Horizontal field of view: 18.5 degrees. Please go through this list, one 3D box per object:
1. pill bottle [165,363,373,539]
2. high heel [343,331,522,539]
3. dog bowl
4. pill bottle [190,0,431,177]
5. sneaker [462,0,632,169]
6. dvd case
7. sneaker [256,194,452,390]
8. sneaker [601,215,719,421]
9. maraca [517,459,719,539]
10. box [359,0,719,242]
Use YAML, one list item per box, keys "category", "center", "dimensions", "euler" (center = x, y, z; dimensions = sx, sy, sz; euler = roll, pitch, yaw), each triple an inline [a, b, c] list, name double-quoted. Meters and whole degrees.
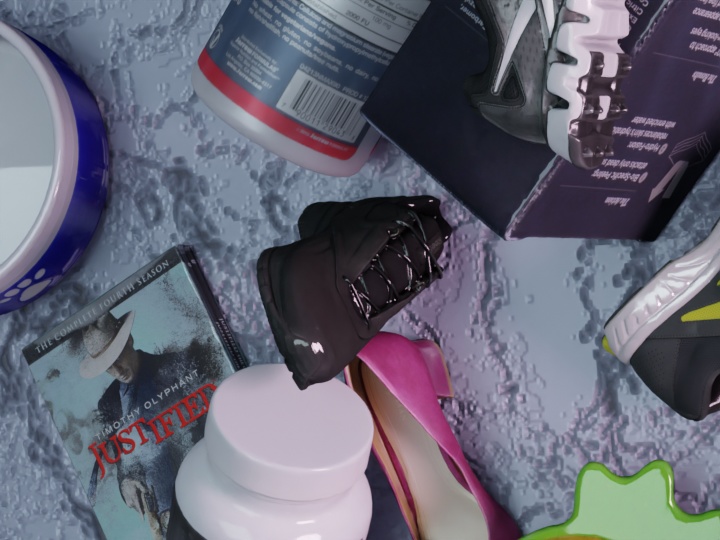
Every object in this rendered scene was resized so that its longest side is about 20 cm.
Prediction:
- category: "pill bottle"
  center: [-0.057, 0.160, 1.297]
  dimensions: [0.116, 0.116, 0.200]
  euler: [31, 129, 25]
- category: "high heel"
  center: [0.040, 0.132, 1.290]
  dimensions: [0.067, 0.096, 0.200]
  euler: [-15, 83, 28]
- category: "dog bowl"
  center: [-0.268, -0.069, 1.447]
  dimensions: [0.200, 0.079, 0.201]
  euler: [-2, 82, 17]
- category: "pill bottle"
  center: [-0.003, -0.167, 1.301]
  dimensions: [0.120, 0.120, 0.200]
  euler: [38, 107, 23]
- category: "sneaker"
  center: [0.093, -0.154, 1.053]
  dimensions: [0.090, 0.066, 0.200]
  euler: [16, 100, 27]
- category: "dvd case"
  center: [-0.125, 0.105, 1.424]
  dimensions: [0.146, 0.022, 0.200]
  euler: [-32, 75, 25]
- category: "sneaker"
  center: [0.000, 0.000, 1.264]
  dimensions: [0.091, 0.200, 0.076]
  euler: [-15, 112, 19]
- category: "sneaker"
  center: [0.226, 0.005, 1.210]
  dimensions: [0.200, 0.074, 0.085]
  euler: [-45, 76, 31]
- category: "maraca"
  center: [0.129, 0.199, 1.237]
  dimensions: [0.137, 0.107, 0.200]
  euler: [37, 100, 6]
- category: "box"
  center: [0.134, -0.125, 1.181]
  dimensions: [0.117, 0.197, 0.200]
  euler: [41, 109, 23]
